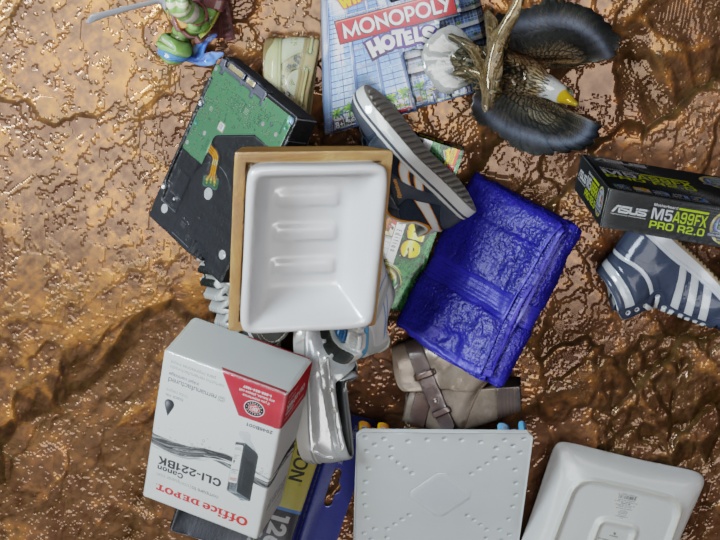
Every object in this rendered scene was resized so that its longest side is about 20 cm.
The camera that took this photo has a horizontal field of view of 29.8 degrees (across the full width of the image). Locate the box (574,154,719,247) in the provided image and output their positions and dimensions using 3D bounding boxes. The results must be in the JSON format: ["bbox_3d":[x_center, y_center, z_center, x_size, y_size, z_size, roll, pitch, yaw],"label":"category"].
[{"bbox_3d":[0.341,-0.071,1.450,0.199,0.160,0.045,10,108,-3],"label":"box"}]

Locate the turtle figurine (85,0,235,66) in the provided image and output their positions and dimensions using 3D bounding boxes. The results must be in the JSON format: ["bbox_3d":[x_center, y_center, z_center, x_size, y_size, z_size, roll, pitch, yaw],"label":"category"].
[{"bbox_3d":[-0.195,-0.317,1.377,0.199,0.144,0.195,28,100,-12],"label":"turtle figurine"}]

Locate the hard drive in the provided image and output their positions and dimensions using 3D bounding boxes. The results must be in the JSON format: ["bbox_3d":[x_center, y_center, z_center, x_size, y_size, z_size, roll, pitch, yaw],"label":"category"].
[{"bbox_3d":[-0.137,-0.107,1.433,0.140,0.038,0.201,39,114,32],"label":"hard drive"}]

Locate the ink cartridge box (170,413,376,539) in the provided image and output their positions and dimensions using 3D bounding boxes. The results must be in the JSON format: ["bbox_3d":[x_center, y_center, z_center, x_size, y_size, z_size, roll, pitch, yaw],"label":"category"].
[{"bbox_3d":[-0.103,0.243,1.596,0.199,0.047,0.199,17,105,-3],"label":"ink cartridge box"}]

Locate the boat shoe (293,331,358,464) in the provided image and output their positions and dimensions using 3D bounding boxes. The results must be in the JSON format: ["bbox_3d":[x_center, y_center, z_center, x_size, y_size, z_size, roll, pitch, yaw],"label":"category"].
[{"bbox_3d":[-0.035,0.116,1.518,0.068,0.072,0.201,-2,81,17],"label":"boat shoe"}]

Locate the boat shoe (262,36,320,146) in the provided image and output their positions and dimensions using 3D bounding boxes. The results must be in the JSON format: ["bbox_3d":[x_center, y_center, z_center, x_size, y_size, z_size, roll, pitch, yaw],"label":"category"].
[{"bbox_3d":[-0.069,-0.151,1.464,0.062,0.073,0.201,-3,106,3],"label":"boat shoe"}]

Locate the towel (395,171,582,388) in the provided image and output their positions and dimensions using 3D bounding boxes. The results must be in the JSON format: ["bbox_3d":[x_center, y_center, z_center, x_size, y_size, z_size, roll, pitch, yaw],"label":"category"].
[{"bbox_3d":[0.137,0.009,1.484,0.147,0.050,0.201,29,94,23],"label":"towel"}]

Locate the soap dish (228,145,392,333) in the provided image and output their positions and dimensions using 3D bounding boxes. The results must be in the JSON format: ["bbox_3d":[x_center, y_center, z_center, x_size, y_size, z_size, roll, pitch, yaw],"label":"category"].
[{"bbox_3d":[-0.056,-0.036,1.366,0.156,0.081,0.201,-2,120,-14],"label":"soap dish"}]

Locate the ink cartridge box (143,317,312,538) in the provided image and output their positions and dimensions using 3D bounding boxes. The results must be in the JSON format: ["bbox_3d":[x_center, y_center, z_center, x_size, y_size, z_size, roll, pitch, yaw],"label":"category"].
[{"bbox_3d":[-0.148,0.174,1.482,0.144,0.084,0.201,18,120,10],"label":"ink cartridge box"}]

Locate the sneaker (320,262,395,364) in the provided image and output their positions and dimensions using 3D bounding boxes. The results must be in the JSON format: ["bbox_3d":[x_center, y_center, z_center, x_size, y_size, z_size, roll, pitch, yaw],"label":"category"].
[{"bbox_3d":[0.000,0.000,1.497,0.075,0.086,0.201,1,92,43],"label":"sneaker"}]

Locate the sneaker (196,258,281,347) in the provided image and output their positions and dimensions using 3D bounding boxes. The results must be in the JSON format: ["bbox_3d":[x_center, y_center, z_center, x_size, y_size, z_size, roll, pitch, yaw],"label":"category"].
[{"bbox_3d":[-0.130,0.036,1.527,0.081,0.075,0.201,-18,104,-17],"label":"sneaker"}]

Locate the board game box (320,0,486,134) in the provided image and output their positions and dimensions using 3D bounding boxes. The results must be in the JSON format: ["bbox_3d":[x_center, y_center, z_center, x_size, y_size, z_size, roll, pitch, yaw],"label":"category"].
[{"bbox_3d":[0.032,-0.269,1.437,0.199,0.062,0.201,-15,107,3],"label":"board game box"}]

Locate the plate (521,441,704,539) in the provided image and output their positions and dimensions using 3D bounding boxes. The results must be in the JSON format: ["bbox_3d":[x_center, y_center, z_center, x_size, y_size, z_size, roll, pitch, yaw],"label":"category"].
[{"bbox_3d":[0.297,0.318,1.619,0.198,0.032,0.201,14,104,-12],"label":"plate"}]

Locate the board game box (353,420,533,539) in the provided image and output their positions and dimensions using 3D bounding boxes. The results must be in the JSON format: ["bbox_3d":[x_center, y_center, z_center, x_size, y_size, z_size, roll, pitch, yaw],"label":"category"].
[{"bbox_3d":[0.092,0.253,1.578,0.199,0.026,0.201,0,127,-1],"label":"board game box"}]

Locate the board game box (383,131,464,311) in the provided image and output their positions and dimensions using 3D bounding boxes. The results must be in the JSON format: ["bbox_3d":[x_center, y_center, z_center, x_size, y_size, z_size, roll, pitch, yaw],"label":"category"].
[{"bbox_3d":[0.037,-0.058,1.521,0.104,0.023,0.201,15,106,-7],"label":"board game box"}]

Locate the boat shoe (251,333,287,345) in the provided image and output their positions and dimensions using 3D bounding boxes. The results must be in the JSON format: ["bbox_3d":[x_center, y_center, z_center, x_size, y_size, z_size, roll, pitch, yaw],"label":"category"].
[{"bbox_3d":[-0.081,-0.002,1.450,0.066,0.057,0.201,5,112,-22],"label":"boat shoe"}]

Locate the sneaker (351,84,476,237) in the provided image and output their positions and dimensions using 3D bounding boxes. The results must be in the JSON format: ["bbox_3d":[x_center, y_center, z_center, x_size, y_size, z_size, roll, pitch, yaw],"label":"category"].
[{"bbox_3d":[0.038,-0.106,1.434,0.079,0.079,0.200,-33,124,17],"label":"sneaker"}]

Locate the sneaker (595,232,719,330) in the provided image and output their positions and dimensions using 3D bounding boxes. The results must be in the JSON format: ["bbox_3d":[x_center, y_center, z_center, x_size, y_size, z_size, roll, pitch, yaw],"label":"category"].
[{"bbox_3d":[0.354,0.035,1.529,0.200,0.070,0.109,43,101,-10],"label":"sneaker"}]

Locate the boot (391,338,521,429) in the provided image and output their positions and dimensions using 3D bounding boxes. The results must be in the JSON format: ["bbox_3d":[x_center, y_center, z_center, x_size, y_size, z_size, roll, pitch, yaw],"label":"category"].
[{"bbox_3d":[0.108,0.091,1.546,0.145,0.070,0.201,-2,99,8],"label":"boot"}]

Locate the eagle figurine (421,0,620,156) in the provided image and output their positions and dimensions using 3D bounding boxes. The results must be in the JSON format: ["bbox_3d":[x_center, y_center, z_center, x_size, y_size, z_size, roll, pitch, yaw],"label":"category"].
[{"bbox_3d":[0.178,-0.204,1.417,0.151,0.200,0.152,-33,74,29],"label":"eagle figurine"}]
